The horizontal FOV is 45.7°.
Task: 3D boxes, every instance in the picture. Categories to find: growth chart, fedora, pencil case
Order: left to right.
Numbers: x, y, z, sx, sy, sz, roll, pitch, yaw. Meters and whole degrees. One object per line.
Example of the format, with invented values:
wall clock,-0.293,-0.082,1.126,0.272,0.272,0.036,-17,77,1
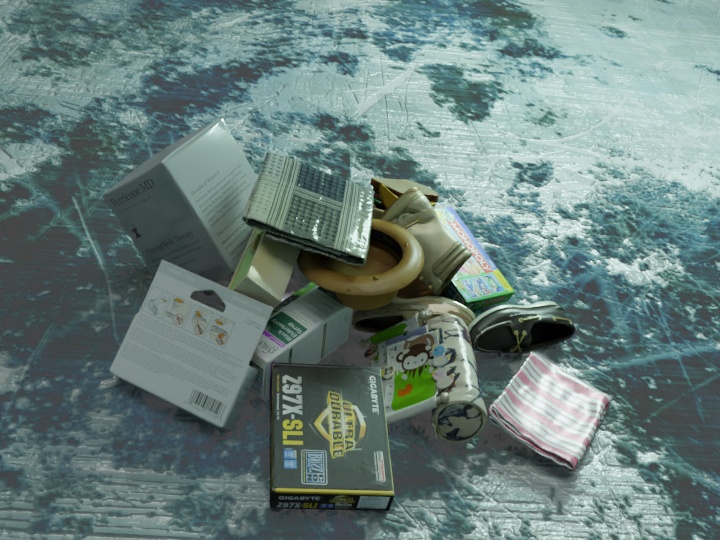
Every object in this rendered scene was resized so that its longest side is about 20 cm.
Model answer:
fedora,0.000,0.000,1.294,0.196,0.083,0.202,-2,37,1
growth chart,0.065,0.142,1.252,0.143,0.018,0.202,-30,34,16
pencil case,0.130,0.157,1.255,0.088,0.079,0.202,-19,36,10

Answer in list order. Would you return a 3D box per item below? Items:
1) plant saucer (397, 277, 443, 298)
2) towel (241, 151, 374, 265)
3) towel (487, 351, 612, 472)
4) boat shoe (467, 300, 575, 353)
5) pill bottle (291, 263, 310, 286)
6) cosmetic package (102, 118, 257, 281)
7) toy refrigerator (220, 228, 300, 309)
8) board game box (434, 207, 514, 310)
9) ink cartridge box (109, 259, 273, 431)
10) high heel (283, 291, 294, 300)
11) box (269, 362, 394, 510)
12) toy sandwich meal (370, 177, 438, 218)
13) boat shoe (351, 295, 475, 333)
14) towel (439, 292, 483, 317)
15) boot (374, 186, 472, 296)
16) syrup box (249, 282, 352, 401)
plant saucer,0.067,-0.019,1.488,0.195,0.038,0.202,4,37,-3
towel,-0.074,-0.091,1.285,0.189,0.035,0.202,20,36,-8
towel,0.280,0.198,1.251,0.145,0.030,0.199,30,36,18
boat shoe,0.257,0.096,1.367,0.198,0.073,0.061,-11,35,-28
pill bottle,-0.125,-0.071,1.485,0.113,0.116,0.199,-20,45,-33
cosmetic package,-0.265,-0.099,1.372,0.165,0.202,0.167,-18,22,38
toy refrigerator,-0.139,-0.021,1.272,0.069,0.076,0.202,36,40,-16
board game box,0.162,-0.022,1.463,0.133,0.029,0.201,-9,56,-43
ink cartridge box,-0.232,0.103,1.201,0.197,0.044,0.176,21,80,18
high heel,-0.177,0.014,1.399,0.094,0.069,0.201,-9,40,-28
box,-0.042,0.218,1.139,0.156,0.050,0.203,3,45,-8
toy sandwich meal,0.054,-0.135,1.573,0.201,0.072,0.205,17,10,-3
boat shoe,0.083,0.082,1.360,0.195,0.073,0.066,9,43,7
towel,0.126,0.023,1.486,0.196,0.022,0.147,15,36,10
boot,0.067,-0.012,1.377,0.156,0.200,0.073,49,14,8
syrup box,-0.103,0.101,1.284,0.078,0.083,0.199,29,39,27
